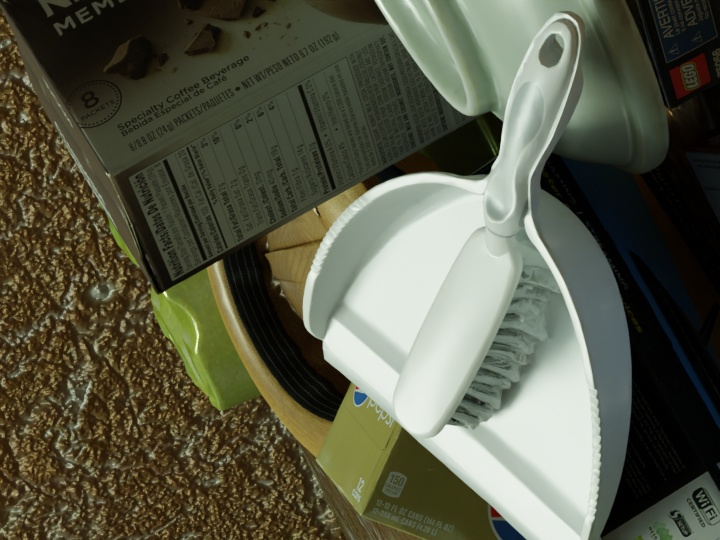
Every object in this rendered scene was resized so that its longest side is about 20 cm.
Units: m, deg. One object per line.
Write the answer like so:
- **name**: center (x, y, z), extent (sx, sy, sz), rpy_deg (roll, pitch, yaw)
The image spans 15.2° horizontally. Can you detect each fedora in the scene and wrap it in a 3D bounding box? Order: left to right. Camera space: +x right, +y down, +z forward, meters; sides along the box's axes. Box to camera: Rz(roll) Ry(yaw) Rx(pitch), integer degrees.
- **fedora**: center (0.000, 0.000, 1.217), extent (0.201, 0.081, 0.202), rpy_deg (45, 146, 42)

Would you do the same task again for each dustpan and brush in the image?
- **dustpan and brush**: center (0.045, -0.004, 0.876), extent (0.139, 0.057, 0.201), rpy_deg (41, 126, 25)

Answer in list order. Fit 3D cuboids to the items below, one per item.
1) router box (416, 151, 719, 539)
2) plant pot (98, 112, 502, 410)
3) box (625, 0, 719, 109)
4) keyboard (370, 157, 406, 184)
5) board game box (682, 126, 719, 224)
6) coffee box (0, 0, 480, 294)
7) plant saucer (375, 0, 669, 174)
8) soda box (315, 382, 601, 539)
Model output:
- **router box**: center (0.114, 0.049, 0.978), extent (0.201, 0.051, 0.149), rpy_deg (60, -157, 10)
- **plant pot**: center (-0.026, -0.028, 1.374), extent (0.201, 0.183, 0.200), rpy_deg (59, 173, 12)
- **box**: center (0.055, -0.160, 0.888), extent (0.200, 0.040, 0.137), rpy_deg (54, 170, 47)
- **keyboard**: center (0.080, 0.029, 1.098), extent (0.200, 0.040, 0.104), rpy_deg (33, -173, -39)
- **board game box**: center (0.162, 0.005, 0.857), extent (0.103, 0.019, 0.200), rpy_deg (64, 172, -9)
- **coffee box**: center (-0.026, -0.095, 1.060), extent (0.113, 0.199, 0.080), rpy_deg (56, 171, 37)
- **plant saucer**: center (0.029, -0.109, 0.900), extent (0.201, 0.050, 0.200), rpy_deg (58, 175, 7)
- **soda box**: center (0.088, 0.091, 1.089), extent (0.199, 0.064, 0.068), rpy_deg (21, -171, -22)
